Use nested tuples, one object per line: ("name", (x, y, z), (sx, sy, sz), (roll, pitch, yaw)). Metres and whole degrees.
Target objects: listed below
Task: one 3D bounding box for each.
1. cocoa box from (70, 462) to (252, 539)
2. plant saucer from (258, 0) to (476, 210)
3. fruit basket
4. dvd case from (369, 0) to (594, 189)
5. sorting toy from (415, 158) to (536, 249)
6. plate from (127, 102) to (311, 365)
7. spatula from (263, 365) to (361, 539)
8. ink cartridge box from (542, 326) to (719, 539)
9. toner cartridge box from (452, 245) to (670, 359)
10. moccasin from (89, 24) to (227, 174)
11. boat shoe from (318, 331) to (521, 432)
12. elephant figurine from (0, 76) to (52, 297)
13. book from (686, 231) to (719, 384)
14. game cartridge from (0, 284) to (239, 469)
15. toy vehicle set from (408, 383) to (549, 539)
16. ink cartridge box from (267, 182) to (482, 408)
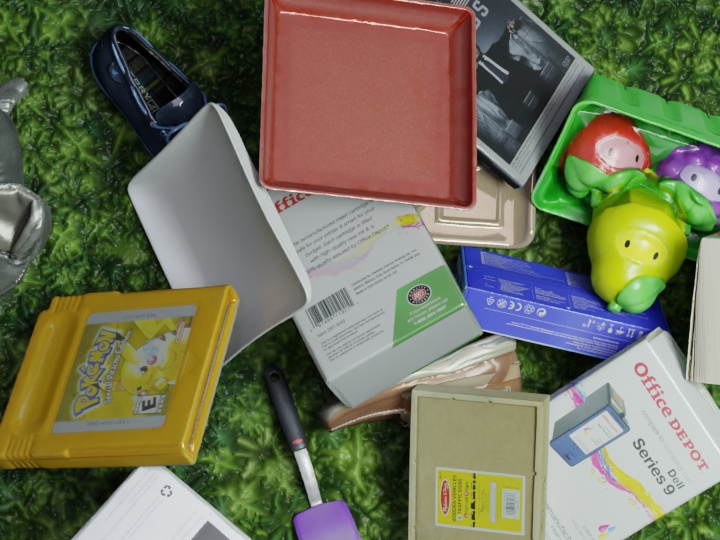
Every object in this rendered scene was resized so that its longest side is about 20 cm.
("cocoa box", (-0.205, 0.282, 1.638), (0.133, 0.131, 0.200), (41, 76, 1))
("plant saucer", (0.005, -0.152, 1.669), (0.200, 0.037, 0.200), (6, 72, -15))
("fruit basket", (0.269, -0.066, 1.753), (0.215, 0.156, 0.216), (14, 39, -11))
("dvd case", (0.115, -0.197, 1.768), (0.200, 0.025, 0.150), (39, 71, -18))
("sorting toy", (0.071, -0.115, 1.810), (0.200, 0.036, 0.186), (3, 79, -3))
("plate", (-0.124, -0.030, 1.686), (0.032, 0.200, 0.200), (-21, 81, -36))
("spatula", (-0.052, 0.183, 1.737), (0.056, 0.021, 0.200), (-17, 82, -10))
("ink cartridge box", (0.230, 0.166, 1.705), (0.200, 0.087, 0.145), (-34, 85, 18))
("toner cartridge box", (0.188, 0.035, 1.763), (0.200, 0.095, 0.043), (13, 113, -6))
("moccasin", (-0.180, -0.147, 1.749), (0.200, 0.068, 0.080), (42, 60, 0))
("boat shoe", (0.061, 0.119, 1.741), (0.200, 0.076, 0.072), (-19, 93, -4))
("elephant figurine", (-0.341, -0.042, 1.696), (0.200, 0.155, 0.142), (57, 33, -6))
("book", (0.358, 0.025, 1.731), (0.048, 0.200, 0.134), (4, 98, 26))
("game cartridge", (-0.218, 0.094, 1.648), (0.200, 0.032, 0.177), (-4, 53, 23))
("toy vehicle set", (0.107, 0.207, 1.692), (0.124, 0.027, 0.200), (5, 102, 19))
("ink cartridge box", (0.000, 0.000, 1.701), (0.145, 0.084, 0.200), (-30, 64, 3))
